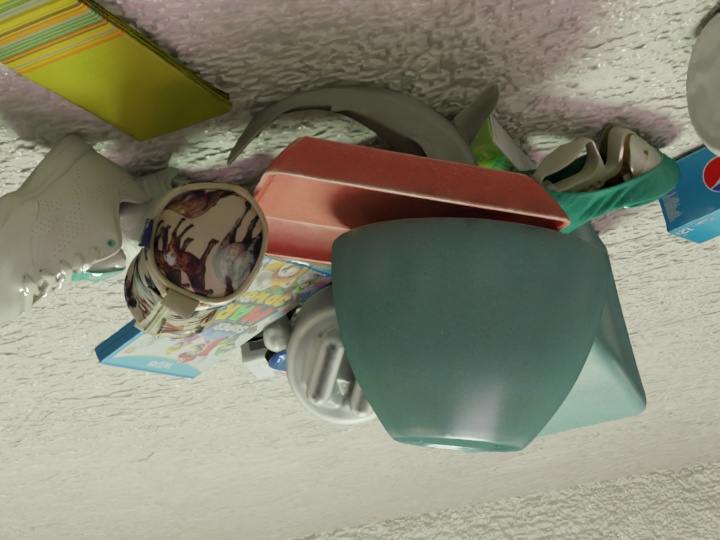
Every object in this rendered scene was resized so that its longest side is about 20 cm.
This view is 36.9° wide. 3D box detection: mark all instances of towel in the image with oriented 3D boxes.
[{"bbox_3d":[-0.169,-0.133,0.686,0.086,0.018,0.200,-13,160,23],"label":"towel"}]

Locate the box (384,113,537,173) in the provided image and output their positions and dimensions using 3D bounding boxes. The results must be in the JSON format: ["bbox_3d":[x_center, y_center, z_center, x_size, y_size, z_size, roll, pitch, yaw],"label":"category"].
[{"bbox_3d":[0.044,-0.066,0.925,0.199,0.037,0.144,-20,157,21],"label":"box"}]

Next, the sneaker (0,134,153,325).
[{"bbox_3d":[-0.203,-0.011,0.717,0.088,0.200,0.075,30,135,-5],"label":"sneaker"}]

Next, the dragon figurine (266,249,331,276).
[{"bbox_3d":[0.000,0.000,0.906,0.199,0.059,0.100,-16,152,-33],"label":"dragon figurine"}]

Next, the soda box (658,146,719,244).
[{"bbox_3d":[0.368,-0.094,0.965,0.199,0.065,0.068,-27,154,37],"label":"soda box"}]

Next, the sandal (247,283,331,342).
[{"bbox_3d":[-0.096,0.040,1.118,0.199,0.043,0.076,-26,154,34],"label":"sandal"}]

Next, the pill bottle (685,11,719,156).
[{"bbox_3d":[0.350,-0.136,0.783,0.199,0.113,0.112,-3,158,-18],"label":"pill bottle"}]

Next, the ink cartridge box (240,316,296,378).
[{"bbox_3d":[-0.042,0.101,1.296,0.161,0.057,0.200,-13,154,6],"label":"ink cartridge box"}]

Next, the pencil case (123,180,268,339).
[{"bbox_3d":[-0.121,0.001,0.748,0.078,0.090,0.200,41,162,-5],"label":"pencil case"}]

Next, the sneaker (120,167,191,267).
[{"bbox_3d":[-0.139,-0.024,0.900,0.092,0.076,0.200,-21,158,14],"label":"sneaker"}]

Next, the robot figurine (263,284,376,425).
[{"bbox_3d":[-0.013,0.075,1.030,0.169,0.114,0.200,20,-170,-3],"label":"robot figurine"}]

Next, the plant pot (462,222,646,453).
[{"bbox_3d":[0.148,0.041,1.045,0.195,0.197,0.200,-16,152,15],"label":"plant pot"}]

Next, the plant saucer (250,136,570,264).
[{"bbox_3d":[0.016,-0.040,0.750,0.199,0.037,0.200,8,166,-13],"label":"plant saucer"}]

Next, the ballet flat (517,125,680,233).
[{"bbox_3d":[0.202,-0.082,0.901,0.199,0.067,0.071,-23,131,-30],"label":"ballet flat"}]

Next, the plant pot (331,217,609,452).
[{"bbox_3d":[0.073,0.056,0.763,0.199,0.136,0.200,5,167,1],"label":"plant pot"}]

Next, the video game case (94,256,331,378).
[{"bbox_3d":[-0.114,0.030,0.938,0.200,0.018,0.143,-35,158,16],"label":"video game case"}]

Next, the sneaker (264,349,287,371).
[{"bbox_3d":[-0.007,0.108,1.160,0.199,0.090,0.079,12,139,-26],"label":"sneaker"}]

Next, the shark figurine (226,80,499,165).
[{"bbox_3d":[0.023,-0.088,0.772,0.214,0.090,0.128,21,127,-25],"label":"shark figurine"}]
